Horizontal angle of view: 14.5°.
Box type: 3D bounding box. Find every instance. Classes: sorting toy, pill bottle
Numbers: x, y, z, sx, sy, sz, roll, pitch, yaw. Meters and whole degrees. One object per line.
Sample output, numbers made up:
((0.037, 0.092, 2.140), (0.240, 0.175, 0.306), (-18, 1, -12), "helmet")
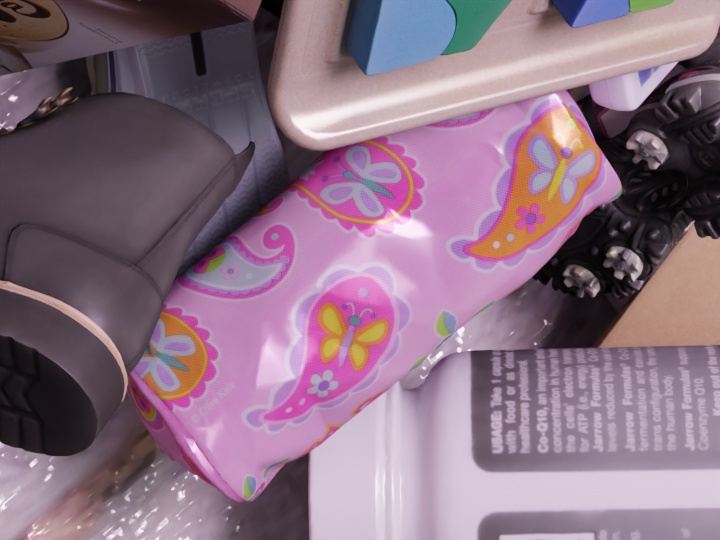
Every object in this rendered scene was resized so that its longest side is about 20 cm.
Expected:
((0.066, -0.132, 0.931), (0.185, 0.036, 0.200), (-15, 139, -25), "sorting toy")
((0.082, 0.086, 1.098), (0.199, 0.114, 0.114), (-1, 87, 3), "pill bottle")

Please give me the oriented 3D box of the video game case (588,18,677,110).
((0.122, -0.190, 1.047), (0.182, 0.023, 0.200), (-46, 136, -36), "video game case")

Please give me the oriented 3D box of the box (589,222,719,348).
((0.175, 0.058, 1.159), (0.163, 0.021, 0.200), (36, 98, -3), "box")

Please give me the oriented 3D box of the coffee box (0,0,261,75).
((-0.120, -0.131, 0.955), (0.113, 0.200, 0.080), (32, 68, -31), "coffee box")

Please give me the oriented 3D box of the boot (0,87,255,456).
((-0.149, -0.028, 0.976), (0.200, 0.078, 0.138), (27, 50, 7), "boot")

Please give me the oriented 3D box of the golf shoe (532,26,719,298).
((0.118, -0.048, 1.133), (0.077, 0.200, 0.088), (48, 57, -15), "golf shoe")

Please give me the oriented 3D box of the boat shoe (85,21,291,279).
((-0.068, -0.054, 1.074), (0.072, 0.062, 0.200), (-10, 112, -21), "boat shoe")

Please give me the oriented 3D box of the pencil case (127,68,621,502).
((0.000, 0.000, 1.044), (0.200, 0.087, 0.087), (-41, 113, -3), "pencil case")

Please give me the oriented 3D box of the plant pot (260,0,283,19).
((0.032, -0.186, 1.091), (0.178, 0.200, 0.200), (53, 58, -35), "plant pot")

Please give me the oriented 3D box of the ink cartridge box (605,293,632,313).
((0.164, 0.008, 1.268), (0.095, 0.037, 0.200), (-48, 117, -28), "ink cartridge box")
